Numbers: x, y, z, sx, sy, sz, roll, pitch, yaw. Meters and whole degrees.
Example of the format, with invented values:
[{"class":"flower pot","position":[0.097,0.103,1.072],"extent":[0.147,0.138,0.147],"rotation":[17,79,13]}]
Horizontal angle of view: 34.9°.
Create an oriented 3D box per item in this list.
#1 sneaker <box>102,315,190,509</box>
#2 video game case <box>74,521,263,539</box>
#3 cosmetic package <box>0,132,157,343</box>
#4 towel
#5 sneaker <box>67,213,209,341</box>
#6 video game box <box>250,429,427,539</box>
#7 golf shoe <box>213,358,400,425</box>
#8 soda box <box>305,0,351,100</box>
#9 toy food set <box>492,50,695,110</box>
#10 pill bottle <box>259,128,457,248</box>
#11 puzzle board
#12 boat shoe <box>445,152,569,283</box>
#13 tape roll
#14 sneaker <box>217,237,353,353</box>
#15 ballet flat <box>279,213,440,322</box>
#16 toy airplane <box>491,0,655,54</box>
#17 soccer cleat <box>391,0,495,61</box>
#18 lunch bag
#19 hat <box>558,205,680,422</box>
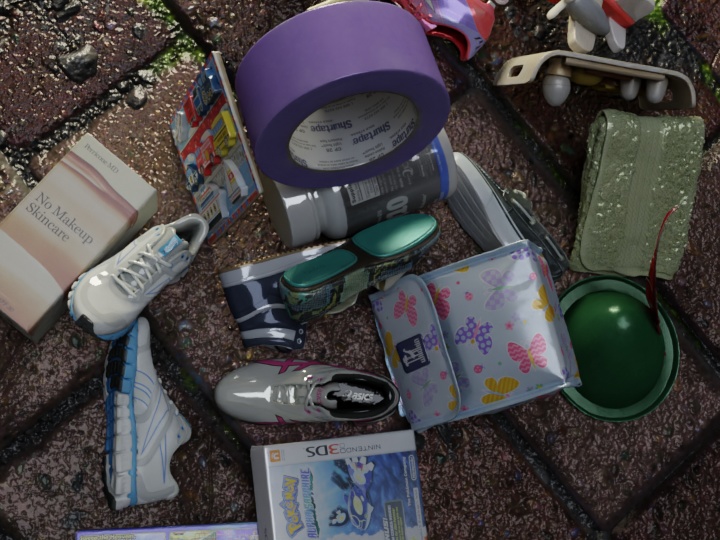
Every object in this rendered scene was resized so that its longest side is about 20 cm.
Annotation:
[{"class":"sneaker","position":[-0.222,0.148,1.205],"extent":[0.087,0.075,0.200],"rotation":[4,81,-25]},{"class":"video game case","position":[-0.193,0.355,1.182],"extent":[0.200,0.045,0.181],"rotation":[0,80,-12]},{"class":"cosmetic package","position":[-0.317,-0.033,1.211],"extent":[0.103,0.087,0.200],"rotation":[39,74,-1]},{"class":"towel","position":[0.327,-0.087,1.343],"extent":[0.148,0.036,0.200],"rotation":[2,108,-14]},{"class":"sneaker","position":[-0.222,-0.005,1.175],"extent":[0.075,0.087,0.200],"rotation":[45,38,-7]},{"class":"video game box","position":[-0.017,0.275,1.215],"extent":[0.182,0.047,0.200],"rotation":[-3,80,-25]},{"class":"golf shoe","position":[-0.057,0.128,1.231],"extent":[0.200,0.092,0.073],"rotation":[1,79,-6]},{"class":"soda box","position":[-0.025,-0.222,1.248],"extent":[0.068,0.200,0.064],"rotation":[-28,79,-15]},{"class":"toy food set","position":[0.271,-0.212,1.342],"extent":[0.200,0.144,0.060],"rotation":[9,95,-11]},{"class":"pill bottle","position":[-0.004,-0.102,1.276],"extent":[0.200,0.114,0.114],"rotation":[-21,84,-15]},{"class":"puzzle board","position":[-0.158,-0.121,1.203],"extent":[0.017,0.200,0.151],"rotation":[-15,82,-24]},{"class":"boat shoe","position":[0.167,-0.062,1.335],"extent":[0.071,0.072,0.200],"rotation":[-40,100,-24]},{"class":"tape roll","position":[-0.018,-0.169,1.133],"extent":[0.200,0.200,0.085],"rotation":[-12,66,-14]},{"class":"sneaker","position":[-0.051,0.028,1.266],"extent":[0.200,0.070,0.109],"rotation":[-14,90,-20]},{"class":"ballet flat","position":[0.000,0.000,1.225],"extent":[0.200,0.074,0.074],"rotation":[-22,84,-25]},{"class":"toy airplane","position":[0.269,-0.355,1.367],"extent":[0.199,0.141,0.200],"rotation":[-21,69,-34]},{"class":"soccer cleat","position":[0.067,-0.327,1.363],"extent":[0.200,0.067,0.076],"rotation":[30,79,-8]},{"class":"lunch bag","position":[0.120,0.076,1.252],"extent":[0.200,0.127,0.170],"rotation":[-17,81,18]},{"class":"hat","position":[0.305,0.070,1.269],"extent":[0.166,0.176,0.200],"rotation":[-33,89,-14]}]
